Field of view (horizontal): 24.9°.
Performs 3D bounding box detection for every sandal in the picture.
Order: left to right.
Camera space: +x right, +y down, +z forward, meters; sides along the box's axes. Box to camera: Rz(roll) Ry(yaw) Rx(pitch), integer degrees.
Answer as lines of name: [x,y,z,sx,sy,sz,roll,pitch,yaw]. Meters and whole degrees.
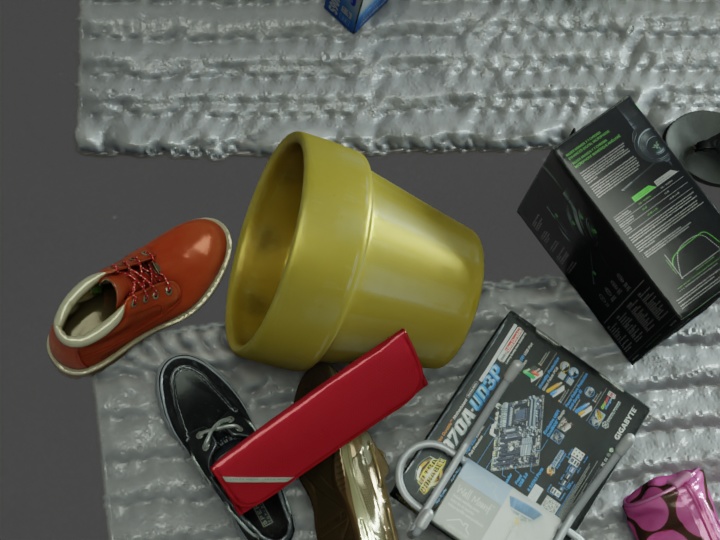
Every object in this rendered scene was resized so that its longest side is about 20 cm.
sandal: [0.389,-0.105,1.579,0.198,0.045,0.076,23,73,0]

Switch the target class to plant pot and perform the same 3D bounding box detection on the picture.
plant pot: [0.000,0.000,1.438,0.187,0.201,0.203,16,72,-17]

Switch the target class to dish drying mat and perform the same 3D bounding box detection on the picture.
dish drying mat: [-0.032,0.130,1.379,0.199,0.077,0.018,-34,45,-9]

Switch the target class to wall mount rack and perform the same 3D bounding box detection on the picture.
wall mount rack: [0.135,0.187,1.403,0.199,0.075,0.175,33,74,3]

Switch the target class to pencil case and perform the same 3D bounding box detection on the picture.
pencil case: [0.306,0.273,1.437,0.090,0.094,0.202,-23,77,-12]

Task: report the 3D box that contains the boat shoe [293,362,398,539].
boat shoe: [-0.011,0.180,1.448,0.064,0.071,0.202,9,60,-40]

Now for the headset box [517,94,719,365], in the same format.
headset box: [0.239,-0.038,1.477,0.092,0.174,0.201,-34,79,-14]

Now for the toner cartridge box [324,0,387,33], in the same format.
toner cartridge box: [0.050,-0.325,1.579,0.043,0.095,0.200,42,75,7]

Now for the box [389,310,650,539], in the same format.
box: [0.145,0.163,1.474,0.158,0.046,0.201,34,74,4]

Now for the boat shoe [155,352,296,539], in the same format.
boat shoe: [-0.118,0.157,1.435,0.071,0.068,0.201,-26,79,-13]

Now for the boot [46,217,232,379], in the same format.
boot: [-0.192,0.015,1.450,0.200,0.107,0.075,-40,80,-17]
